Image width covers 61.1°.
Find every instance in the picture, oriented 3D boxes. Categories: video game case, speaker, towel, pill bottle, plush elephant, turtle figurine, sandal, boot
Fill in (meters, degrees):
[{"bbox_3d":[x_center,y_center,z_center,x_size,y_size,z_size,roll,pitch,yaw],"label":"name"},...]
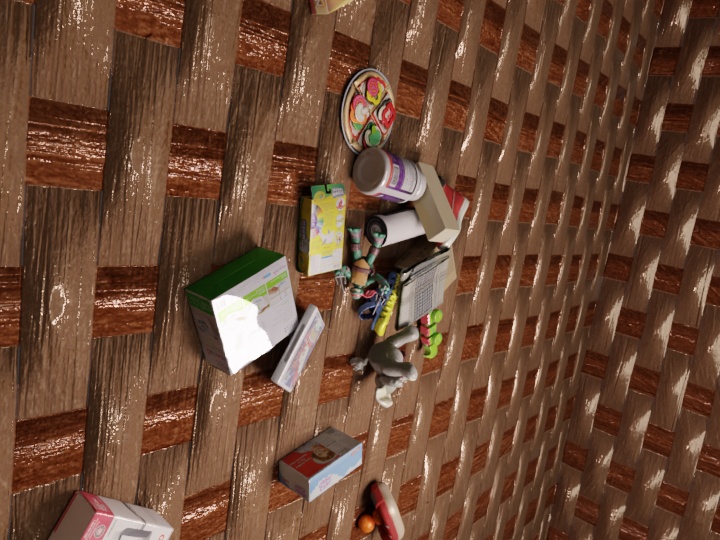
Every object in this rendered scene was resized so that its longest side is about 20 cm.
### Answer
[{"bbox_3d":[-0.138,0.182,1.394,0.185,0.023,0.200,-63,172,-14],"label":"video game case"},{"bbox_3d":[0.103,-0.119,1.615,0.198,0.080,0.083,-18,117,-46],"label":"speaker"},{"bbox_3d":[0.173,0.052,1.658,0.190,0.034,0.204,-26,135,-32],"label":"towel"},{"bbox_3d":[0.079,-0.231,1.520,0.198,0.110,0.114,7,98,-52],"label":"pill bottle"},{"bbox_3d":[0.085,0.274,1.662,0.167,0.195,0.156,-92,161,-45],"label":"plush elephant"},{"bbox_3d":[0.000,0.000,1.522,0.146,0.101,0.206,8,97,-10],"label":"turtle figurine"},{"bbox_3d":[0.053,0.075,1.625,0.081,0.085,0.202,101,11,-47],"label":"sandal"},{"bbox_3d":[0.219,-0.165,1.710,0.143,0.072,0.203,37,54,-19],"label":"boot"}]

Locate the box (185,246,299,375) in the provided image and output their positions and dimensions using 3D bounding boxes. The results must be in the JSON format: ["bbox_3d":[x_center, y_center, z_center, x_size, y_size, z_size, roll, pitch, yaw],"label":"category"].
[{"bbox_3d":[-0.235,0.080,1.255,0.199,0.095,0.180,-35,129,-39],"label":"box"}]

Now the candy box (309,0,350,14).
[{"bbox_3d":[-0.035,-0.631,1.279,0.200,0.054,0.117,-43,133,-33],"label":"candy box"}]

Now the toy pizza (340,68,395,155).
[{"bbox_3d":[0.026,-0.377,1.465,0.198,0.031,0.206,-22,120,-45],"label":"toy pizza"}]

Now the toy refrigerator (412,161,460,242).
[{"bbox_3d":[0.185,-0.179,1.620,0.075,0.069,0.204,1,63,-49],"label":"toy refrigerator"}]

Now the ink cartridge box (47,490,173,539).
[{"bbox_3d":[-0.469,0.514,1.132,0.148,0.084,0.200,-62,142,-14],"label":"ink cartridge box"}]

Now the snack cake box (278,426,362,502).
[{"bbox_3d":[-0.099,0.489,1.555,0.198,0.113,0.069,-21,119,-45],"label":"snack cake box"}]

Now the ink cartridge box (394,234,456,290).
[{"bbox_3d":[0.192,0.002,1.773,0.200,0.074,0.168,-42,134,-35],"label":"ink cartridge box"}]

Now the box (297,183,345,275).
[{"bbox_3d":[-0.090,-0.099,1.411,0.116,0.048,0.205,-13,115,-48],"label":"box"}]

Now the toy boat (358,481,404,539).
[{"bbox_3d":[0.053,0.754,1.859,0.128,0.131,0.203,-22,124,-9],"label":"toy boat"}]

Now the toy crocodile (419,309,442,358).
[{"bbox_3d":[0.207,0.170,1.857,0.061,0.067,0.205,-27,123,-41],"label":"toy crocodile"}]
